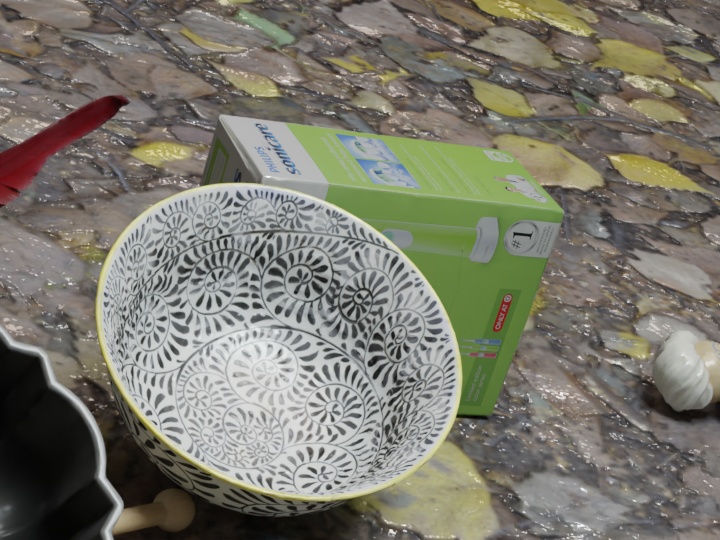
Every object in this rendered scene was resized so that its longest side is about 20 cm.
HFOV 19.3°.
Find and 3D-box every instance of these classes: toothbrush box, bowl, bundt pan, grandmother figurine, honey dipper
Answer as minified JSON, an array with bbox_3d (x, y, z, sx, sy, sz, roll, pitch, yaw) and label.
[{"bbox_3d":[0.000,0.000,1.258,0.199,0.147,0.086,4,27,-27],"label":"toothbrush box"},{"bbox_3d":[-0.054,0.060,1.127,0.199,0.094,0.202,12,50,-15],"label":"bowl"},{"bbox_3d":[-0.206,0.110,0.897,0.201,0.076,0.203,15,56,-23],"label":"bundt pan"},{"bbox_3d":[0.282,0.079,1.399,0.199,0.061,0.121,13,16,-19],"label":"grandmother figurine"},{"bbox_3d":[-0.155,0.128,1.017,0.199,0.038,0.038,-8,35,-47],"label":"honey dipper"}]

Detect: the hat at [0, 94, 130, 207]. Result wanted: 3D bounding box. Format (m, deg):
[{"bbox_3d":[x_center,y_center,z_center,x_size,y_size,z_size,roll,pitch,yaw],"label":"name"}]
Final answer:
[{"bbox_3d":[-0.266,-0.044,1.125,0.199,0.177,0.165,-7,34,-43],"label":"hat"}]
